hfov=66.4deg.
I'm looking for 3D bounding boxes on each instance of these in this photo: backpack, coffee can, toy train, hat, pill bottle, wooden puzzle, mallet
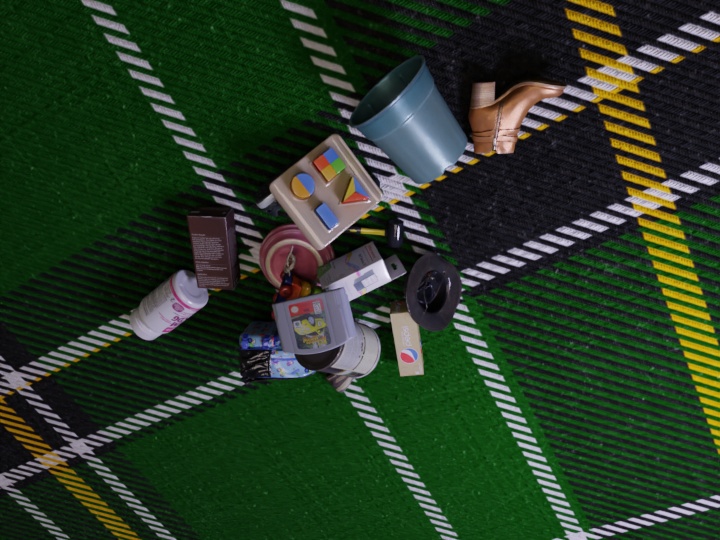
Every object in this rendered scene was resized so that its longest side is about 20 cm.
[{"bbox_3d":[-0.204,0.210,1.444,0.197,0.183,0.136,-1,102,9],"label":"backpack"},{"bbox_3d":[-0.056,0.189,1.386,0.145,0.148,0.199,-31,152,19],"label":"coffee can"},{"bbox_3d":[-0.143,0.040,1.356,0.114,0.085,0.202,15,119,-15],"label":"toy train"},{"bbox_3d":[0.161,0.053,1.375,0.080,0.200,0.202,3,127,50],"label":"hat"},{"bbox_3d":[-0.509,0.095,1.454,0.199,0.114,0.114,-34,110,21],"label":"pill bottle"},{"bbox_3d":[-0.074,-0.176,1.226,0.199,0.046,0.186,-39,98,-4],"label":"wooden puzzle"},{"bbox_3d":[0.010,-0.107,1.346,0.197,0.041,0.067,12,118,4],"label":"mallet"}]

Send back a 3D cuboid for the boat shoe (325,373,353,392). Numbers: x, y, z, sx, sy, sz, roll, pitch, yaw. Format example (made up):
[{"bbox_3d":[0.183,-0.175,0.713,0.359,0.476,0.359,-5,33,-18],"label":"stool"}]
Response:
[{"bbox_3d":[-0.032,0.254,1.511,0.073,0.075,0.201,31,115,-11],"label":"boat shoe"}]

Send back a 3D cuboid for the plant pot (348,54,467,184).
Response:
[{"bbox_3d":[0.111,-0.302,1.155,0.199,0.201,0.196,-35,117,21],"label":"plant pot"}]

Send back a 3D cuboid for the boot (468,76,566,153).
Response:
[{"bbox_3d":[0.332,-0.329,1.179,0.197,0.074,0.157,3,117,18],"label":"boot"}]

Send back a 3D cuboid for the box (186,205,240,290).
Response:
[{"bbox_3d":[-0.367,-0.056,1.387,0.099,0.075,0.202,3,119,4],"label":"box"}]

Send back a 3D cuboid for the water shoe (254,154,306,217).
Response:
[{"bbox_3d":[-0.156,-0.203,1.304,0.198,0.072,0.079,-29,141,15],"label":"water shoe"}]

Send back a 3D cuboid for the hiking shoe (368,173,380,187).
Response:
[{"bbox_3d":[-0.042,-0.158,1.292,0.198,0.087,0.075,-24,113,17],"label":"hiking shoe"}]

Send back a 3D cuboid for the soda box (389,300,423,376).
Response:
[{"bbox_3d":[0.125,0.180,1.464,0.067,0.064,0.202,-6,117,9],"label":"soda box"}]

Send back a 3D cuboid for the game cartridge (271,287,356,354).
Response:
[{"bbox_3d":[-0.109,0.123,1.272,0.198,0.041,0.135,-14,93,27],"label":"game cartridge"}]

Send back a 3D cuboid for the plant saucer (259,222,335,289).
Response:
[{"bbox_3d":[-0.163,-0.020,1.397,0.198,0.051,0.203,3,118,5],"label":"plant saucer"}]

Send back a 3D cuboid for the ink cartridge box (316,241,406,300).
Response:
[{"bbox_3d":[0.000,0.000,1.329,0.198,0.117,0.068,-26,117,0],"label":"ink cartridge box"}]
